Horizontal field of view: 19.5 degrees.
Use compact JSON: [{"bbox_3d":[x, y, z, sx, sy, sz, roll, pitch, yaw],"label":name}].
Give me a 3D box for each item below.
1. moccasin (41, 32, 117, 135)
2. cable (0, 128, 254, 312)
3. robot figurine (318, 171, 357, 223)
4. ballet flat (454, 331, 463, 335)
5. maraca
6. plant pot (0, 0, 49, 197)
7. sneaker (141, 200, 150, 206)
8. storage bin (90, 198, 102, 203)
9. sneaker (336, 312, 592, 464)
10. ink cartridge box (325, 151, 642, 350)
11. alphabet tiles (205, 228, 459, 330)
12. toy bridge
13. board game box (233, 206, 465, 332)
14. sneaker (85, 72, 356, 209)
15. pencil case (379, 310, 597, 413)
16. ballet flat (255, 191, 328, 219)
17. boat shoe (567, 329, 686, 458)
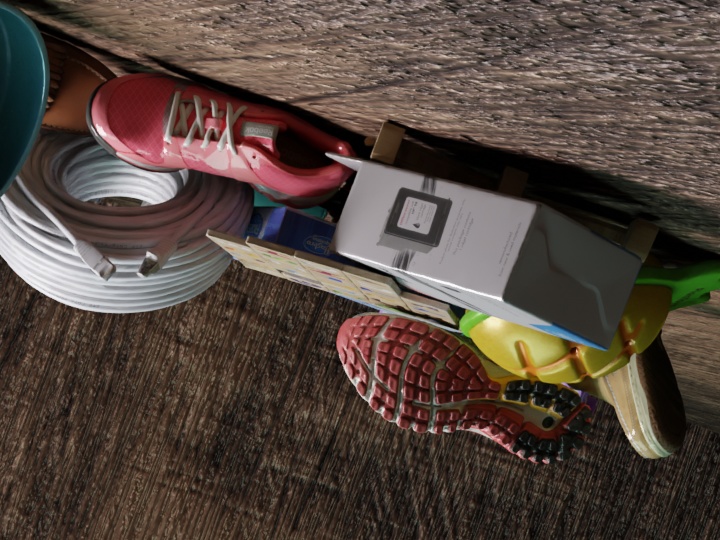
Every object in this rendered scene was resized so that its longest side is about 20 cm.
[{"bbox_3d":[-0.264,-0.154,1.517,0.201,0.074,0.078,30,-173,-10],"label":"moccasin"},{"bbox_3d":[-0.178,-0.053,1.555,0.200,0.069,0.200,32,-136,28],"label":"cable"},{"bbox_3d":[0.066,-0.034,1.589,0.200,0.058,0.145,17,175,25],"label":"robot figurine"},{"bbox_3d":[0.121,0.050,1.712,0.067,0.200,0.064,65,166,-20],"label":"ballet flat"},{"bbox_3d":[0.166,0.021,1.459,0.200,0.107,0.137,-7,168,-20],"label":"maraca"},{"bbox_3d":[-0.345,-0.132,1.397,0.188,0.200,0.200,34,-177,26],"label":"plant pot"},{"bbox_3d":[-0.197,-0.050,2.677,0.105,0.075,0.200,28,180,-35],"label":"sneaker"},{"bbox_3d":[-0.301,-0.135,1.792,0.200,0.094,0.135,20,177,-7],"label":"storage bin"},{"bbox_3d":[0.069,0.084,1.541,0.200,0.078,0.082,25,-171,-20],"label":"sneaker"},{"bbox_3d":[0.066,-0.014,1.353,0.200,0.067,0.116,17,174,46],"label":"ink cartridge box"},{"bbox_3d":[-0.016,0.006,1.444,0.167,0.008,0.200,17,175,8],"label":"alphabet tiles"},{"bbox_3d":[0.097,-0.052,1.389,0.200,0.027,0.067,21,177,0],"label":"toy bridge"},{"bbox_3d":[0.000,0.000,1.612,0.200,0.043,0.199,19,177,-17],"label":"board game box"},{"bbox_3d":[-0.093,-0.102,1.485,0.200,0.074,0.087,14,168,-20],"label":"sneaker"},{"bbox_3d":[0.106,0.068,1.782,0.200,0.084,0.086,15,131,14],"label":"pencil case"},{"bbox_3d":[-0.114,-0.097,1.700,0.200,0.068,0.067,27,-167,-24],"label":"ballet flat"},{"bbox_3d":[0.190,0.074,1.559,0.072,0.076,0.200,56,-162,-31],"label":"boat shoe"}]
